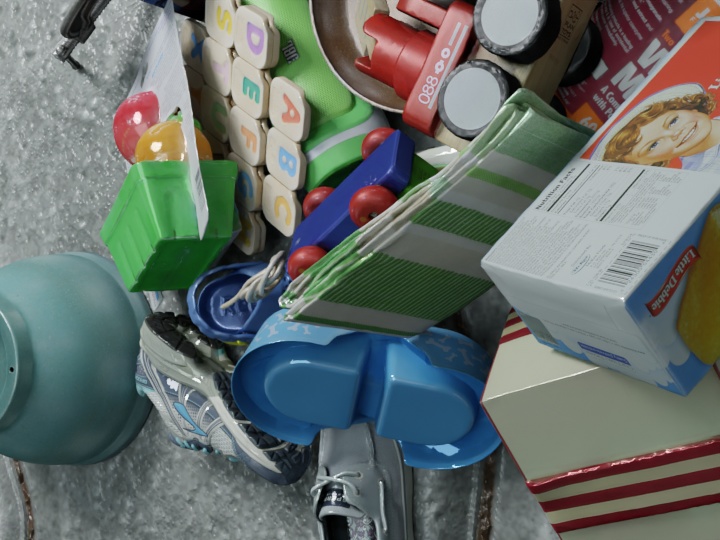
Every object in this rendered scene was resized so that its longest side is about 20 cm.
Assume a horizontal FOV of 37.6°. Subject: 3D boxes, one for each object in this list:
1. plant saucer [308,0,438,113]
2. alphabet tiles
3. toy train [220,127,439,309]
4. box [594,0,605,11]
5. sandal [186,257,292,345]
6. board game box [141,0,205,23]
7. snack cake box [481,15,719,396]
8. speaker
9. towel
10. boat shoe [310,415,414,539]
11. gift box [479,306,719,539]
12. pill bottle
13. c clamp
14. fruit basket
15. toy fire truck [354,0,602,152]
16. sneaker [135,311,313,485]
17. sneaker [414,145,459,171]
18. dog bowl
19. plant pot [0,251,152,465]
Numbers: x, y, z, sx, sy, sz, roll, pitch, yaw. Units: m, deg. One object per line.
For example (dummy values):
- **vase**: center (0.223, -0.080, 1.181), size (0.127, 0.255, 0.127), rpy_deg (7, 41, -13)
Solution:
- **plant saucer**: center (0.054, -0.211, 0.765), size (0.199, 0.032, 0.202), rpy_deg (-1, 88, 28)
- **alphabet tiles**: center (-0.101, -0.118, 0.850), size (0.195, 0.015, 0.201), rpy_deg (39, 132, 42)
- **toy train**: center (0.000, 0.000, 0.768), size (0.115, 0.085, 0.200), rpy_deg (34, 127, -19)
- **box**: center (0.181, -0.273, 0.739), size (0.199, 0.043, 0.162), rpy_deg (-13, 82, 28)
- **sandal**: center (-0.058, 0.021, 0.839), size (0.199, 0.087, 0.080), rpy_deg (-15, 78, 24)
- **board game box**: center (-0.108, -0.290, 0.813), size (0.200, 0.199, 0.062), rpy_deg (-36, 73, 23)
- **snack cake box**: center (0.171, -0.042, 0.540), size (0.200, 0.067, 0.115), rpy_deg (-46, 25, -13)
- **speaker**: center (-0.044, -0.159, 0.839), size (0.088, 0.088, 0.201), rpy_deg (-32, 74, 24)
- **towel**: center (0.062, -0.023, 0.646), size (0.200, 0.152, 0.024), rpy_deg (-40, 59, 26)
- **boat shoe**: center (-0.001, 0.179, 0.809), size (0.070, 0.071, 0.203), rpy_deg (-14, 80, 29)
- **gift box**: center (0.199, 0.054, 0.626), size (0.186, 0.200, 0.185), rpy_deg (-20, 117, 31)
- **pill bottle**: center (0.209, -0.147, 0.663), size (0.200, 0.109, 0.110), rpy_deg (-43, 69, 34)
- **c clamp**: center (-0.211, -0.263, 0.922), size (0.027, 0.171, 0.200), rpy_deg (37, 94, -9)
- **fruit basket**: center (-0.160, -0.092, 0.881), size (0.185, 0.093, 0.201), rpy_deg (134, 133, -54)
- **toy fire truck**: center (0.059, -0.179, 0.666), size (0.199, 0.128, 0.177), rpy_deg (31, 104, 28)
- **sneaker**: center (-0.117, 0.120, 0.887), size (0.200, 0.077, 0.087), rpy_deg (39, 119, 32)
- **sneaker**: center (0.068, -0.048, 0.783), size (0.199, 0.077, 0.089), rpy_deg (-18, 88, 30)
- **dog bowl**: center (0.008, 0.082, 0.769), size (0.198, 0.050, 0.112), rpy_deg (10, 133, 0)
- **plant pot**: center (-0.298, 0.080, 0.945), size (0.199, 0.134, 0.202), rpy_deg (-1, 87, 28)
